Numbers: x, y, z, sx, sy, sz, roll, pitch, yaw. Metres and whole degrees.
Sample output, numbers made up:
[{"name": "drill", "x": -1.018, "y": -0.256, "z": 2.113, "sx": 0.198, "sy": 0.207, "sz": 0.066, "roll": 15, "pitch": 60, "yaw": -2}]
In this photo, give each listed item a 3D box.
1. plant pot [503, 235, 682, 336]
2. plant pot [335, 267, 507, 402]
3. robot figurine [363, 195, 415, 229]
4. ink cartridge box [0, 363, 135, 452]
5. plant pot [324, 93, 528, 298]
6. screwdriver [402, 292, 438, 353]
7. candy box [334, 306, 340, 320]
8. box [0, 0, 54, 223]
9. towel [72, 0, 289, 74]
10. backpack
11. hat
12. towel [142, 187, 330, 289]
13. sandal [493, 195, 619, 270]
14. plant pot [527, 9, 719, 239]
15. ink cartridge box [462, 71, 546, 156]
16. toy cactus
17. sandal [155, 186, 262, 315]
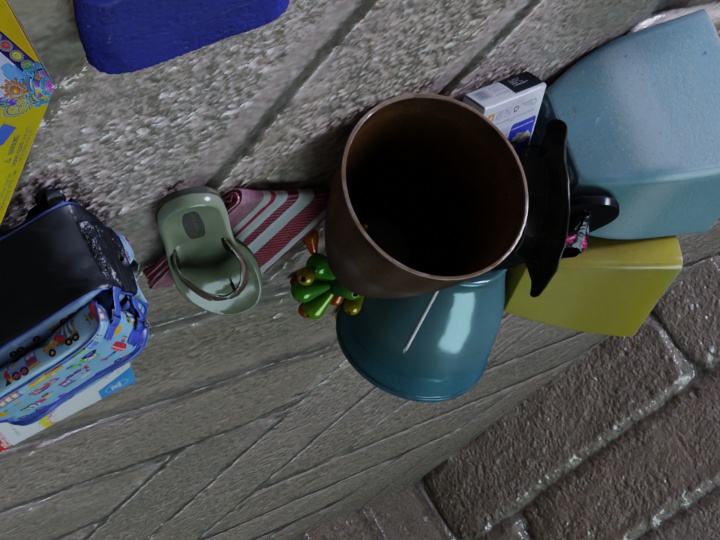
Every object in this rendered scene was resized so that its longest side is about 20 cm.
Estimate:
[{"name": "plant pot", "x": 0.260, "y": -0.042, "z": 1.743, "sx": 0.176, "sy": 0.200, "sz": 0.200, "roll": -3, "pitch": 152, "yaw": -11}, {"name": "plant pot", "x": 0.088, "y": 0.025, "z": 1.715, "sx": 0.200, "sy": 0.200, "sz": 0.188, "roll": -22, "pitch": 148, "yaw": -34}, {"name": "robot figurine", "x": 0.082, "y": -0.086, "z": 1.563, "sx": 0.200, "sy": 0.058, "sz": 0.145, "roll": -20, "pitch": 159, "yaw": -39}, {"name": "ink cartridge box", "x": -0.326, "y": 0.114, "z": 1.372, "sx": 0.200, "sy": 0.067, "sz": 0.116, "roll": -28, "pitch": 165, "yaw": -11}, {"name": "plant pot", "x": 0.040, "y": -0.048, "z": 1.396, "sx": 0.187, "sy": 0.187, "sz": 0.200, "roll": -25, "pitch": 171, "yaw": -25}, {"name": "screwdriver", "x": 0.095, "y": 0.012, "z": 1.592, "sx": 0.028, "sy": 0.029, "sz": 0.200, "roll": 15, "pitch": 107, "yaw": -35}, {"name": "candy box", "x": 0.062, "y": 0.012, "z": 1.910, "sx": 0.200, "sy": 0.026, "sz": 0.102, "roll": -26, "pitch": 162, "yaw": -23}, {"name": "box", "x": -0.293, "y": -0.066, "z": 0.744, "sx": 0.192, "sy": 0.122, "sz": 0.200, "roll": -20, "pitch": 162, "yaw": -34}, {"name": "towel", "x": -0.108, "y": -0.197, "z": 0.849, "sx": 0.148, "sy": 0.050, "sz": 0.200, "roll": -21, "pitch": 164, "yaw": -12}, {"name": "backpack", "x": -0.256, "y": 0.040, "z": 1.148, "sx": 0.182, "sy": 0.135, "sz": 0.200, "roll": -31, "pitch": 168, "yaw": 2}, {"name": "hat", "x": 0.156, "y": -0.065, "z": 1.440, "sx": 0.081, "sy": 0.201, "sz": 0.201, "roll": 4, "pitch": 159, "yaw": -5}, {"name": "towel", "x": -0.111, "y": -0.037, "z": 1.408, "sx": 0.144, "sy": 0.023, "sz": 0.200, "roll": -40, "pitch": 164, "yaw": 25}, {"name": "sandal", "x": 0.209, "y": -0.029, "z": 1.554, "sx": 0.075, "sy": 0.045, "sz": 0.200, "roll": 16, "pitch": 148, "yaw": -36}, {"name": "plant pot", "x": 0.297, "y": -0.145, "z": 1.575, "sx": 0.200, "sy": 0.197, "sz": 0.196, "roll": -13, "pitch": 161, "yaw": -12}, {"name": "ink cartridge box", "x": 0.133, "y": -0.109, "z": 1.492, "sx": 0.095, "sy": 0.037, "sz": 0.200, "roll": -25, "pitch": 139, "yaw": -36}, {"name": "toy cactus", "x": 0.000, "y": 0.000, "z": 1.577, "sx": 0.165, "sy": 0.102, "sz": 0.200, "roll": -10, "pitch": 175, "yaw": -12}, {"name": "sandal", "x": -0.140, "y": -0.004, "z": 1.301, "sx": 0.080, "sy": 0.057, "sz": 0.201, "roll": -24, "pitch": 151, "yaw": -1}]
